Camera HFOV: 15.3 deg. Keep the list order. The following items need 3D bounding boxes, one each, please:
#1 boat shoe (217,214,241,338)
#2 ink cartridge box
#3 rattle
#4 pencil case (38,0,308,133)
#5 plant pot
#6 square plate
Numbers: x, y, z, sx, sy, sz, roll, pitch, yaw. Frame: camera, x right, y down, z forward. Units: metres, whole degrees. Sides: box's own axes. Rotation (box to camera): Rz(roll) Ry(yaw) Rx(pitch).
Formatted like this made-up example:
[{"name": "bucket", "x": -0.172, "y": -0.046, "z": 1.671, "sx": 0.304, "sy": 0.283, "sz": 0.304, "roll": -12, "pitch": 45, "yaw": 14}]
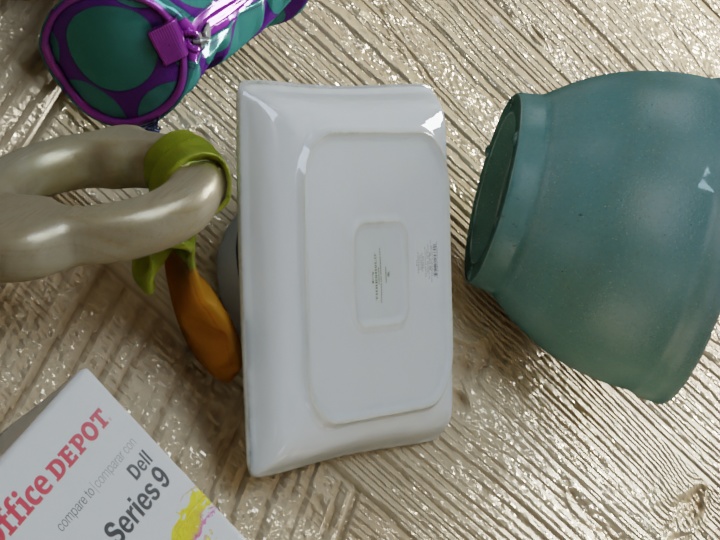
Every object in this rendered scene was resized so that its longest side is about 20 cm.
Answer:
[{"name": "boat shoe", "x": -0.022, "y": -0.029, "z": 1.482, "sx": 0.071, "sy": 0.070, "sz": 0.200, "roll": 42, "pitch": 34, "yaw": -16}, {"name": "ink cartridge box", "x": -0.109, "y": 0.165, "z": 1.176, "sx": 0.200, "sy": 0.087, "sz": 0.145, "roll": 47, "pitch": 34, "yaw": -5}, {"name": "rattle", "x": -0.156, "y": 0.011, "z": 1.318, "sx": 0.130, "sy": 0.143, "sz": 0.200, "roll": 31, "pitch": 41, "yaw": 27}, {"name": "pencil case", "x": -0.094, "y": -0.145, "z": 1.481, "sx": 0.200, "sy": 0.092, "sz": 0.085, "roll": -48, "pitch": 133, "yaw": -58}, {"name": "plant pot", "x": 0.140, "y": -0.034, "z": 1.603, "sx": 0.134, "sy": 0.200, "sz": 0.200, "roll": 15, "pitch": 42, "yaw": -6}, {"name": "square plate", "x": 0.000, "y": 0.000, "z": 1.421, "sx": 0.198, "sy": 0.028, "sz": 0.200, "roll": -5, "pitch": 95, "yaw": -58}]
